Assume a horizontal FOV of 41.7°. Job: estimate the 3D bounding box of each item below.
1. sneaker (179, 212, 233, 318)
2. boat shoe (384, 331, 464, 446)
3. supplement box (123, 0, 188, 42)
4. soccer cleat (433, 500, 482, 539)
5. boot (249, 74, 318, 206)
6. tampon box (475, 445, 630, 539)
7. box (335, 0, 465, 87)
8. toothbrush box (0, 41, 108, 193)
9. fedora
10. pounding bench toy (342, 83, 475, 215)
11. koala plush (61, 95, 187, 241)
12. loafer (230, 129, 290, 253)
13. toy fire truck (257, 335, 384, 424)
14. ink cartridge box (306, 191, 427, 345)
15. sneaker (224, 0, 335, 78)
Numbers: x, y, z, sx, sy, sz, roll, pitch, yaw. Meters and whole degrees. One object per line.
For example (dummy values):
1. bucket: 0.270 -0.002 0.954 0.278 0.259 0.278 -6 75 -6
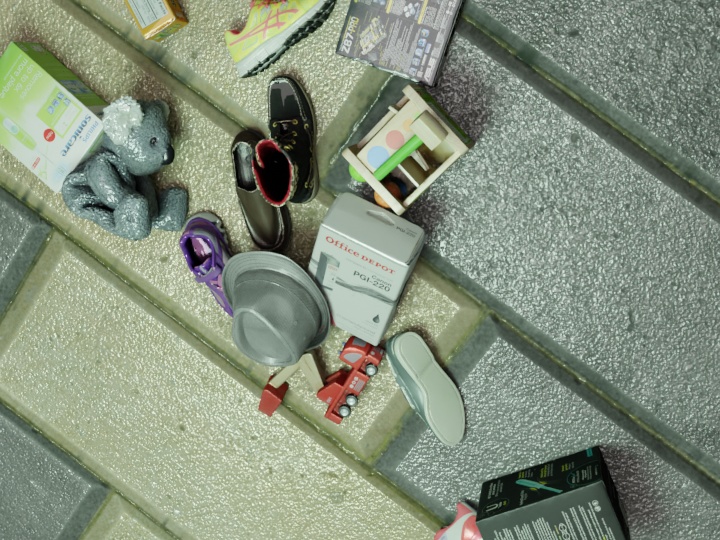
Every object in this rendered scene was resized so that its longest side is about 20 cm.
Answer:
1. sneaker: -0.227 0.005 1.506 0.080 0.088 0.201 -31 96 14
2. boat shoe: 0.101 0.187 1.497 0.062 0.073 0.201 -11 110 57
3. supplement box: -0.344 -0.457 1.452 0.068 0.067 0.201 -24 96 12
4. soccer cleat: 0.136 0.465 1.540 0.077 0.066 0.200 50 115 32
5. boot: -0.116 -0.191 1.410 0.073 0.151 0.202 -3 100 12
6. tampon box: 0.293 0.377 1.435 0.199 0.150 0.127 -22 95 15
7. box: 0.067 -0.389 1.387 0.160 0.049 0.201 19 104 6
8. toothbrush box: -0.503 -0.246 1.517 0.200 0.086 0.146 41 106 0
9. fedora: -0.138 0.074 1.425 0.176 0.091 0.201 2 135 22
10. pounding bench toy: 0.059 -0.167 1.353 0.156 0.200 0.124 -43 90 15
11. koala plush: -0.357 -0.173 1.456 0.183 0.177 0.201 21 105 11
12. loafer: -0.167 -0.118 1.477 0.073 0.071 0.201 -15 97 14
13. toy fire truck: -0.064 0.171 1.512 0.140 0.049 0.201 30 115 -2
14. ink cartridge box: 0.000 0.000 1.411 0.145 0.085 0.201 26 137 6
15. sneaker: -0.125 -0.378 1.415 0.199 0.078 0.091 -33 91 16
